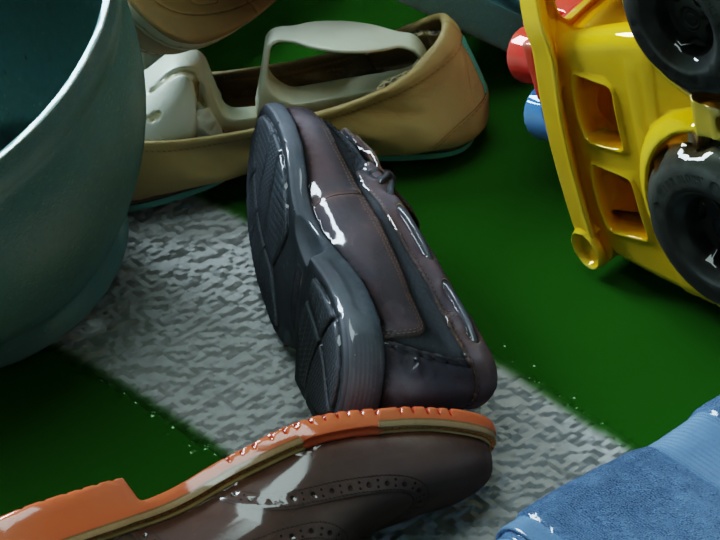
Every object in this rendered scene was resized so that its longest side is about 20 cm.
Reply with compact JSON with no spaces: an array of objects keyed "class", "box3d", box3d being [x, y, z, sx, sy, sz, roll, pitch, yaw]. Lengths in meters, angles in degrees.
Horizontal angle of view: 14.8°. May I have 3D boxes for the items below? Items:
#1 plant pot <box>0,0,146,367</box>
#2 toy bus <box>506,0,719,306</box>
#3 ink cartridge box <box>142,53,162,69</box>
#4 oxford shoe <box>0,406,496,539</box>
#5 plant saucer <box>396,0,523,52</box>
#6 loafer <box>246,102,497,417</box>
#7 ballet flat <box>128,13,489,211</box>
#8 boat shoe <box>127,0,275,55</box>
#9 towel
[{"class":"plant pot","box3d":[-0.166,-0.044,1.076,0.200,0.134,0.200,-12,48,13]},{"class":"toy bus","box3d":[0.122,-0.092,1.033,0.136,0.200,0.192,-35,35,-29]},{"class":"ink cartridge box","box3d":[-0.121,-0.173,1.321,0.200,0.047,0.160,24,50,35]},{"class":"oxford shoe","box3d":[-0.038,0.100,0.941,0.200,0.071,0.073,-17,70,-19]},{"class":"plant saucer","box3d":[-0.002,-0.138,1.158,0.200,0.019,0.070,22,21,-34]},{"class":"loafer","box3d":[0.000,0.000,1.052,0.063,0.072,0.200,3,29,-14]},{"class":"ballet flat","box3d":[-0.048,-0.072,1.156,0.200,0.063,0.069,-9,36,4]},{"class":"boat shoe","box3d":[-0.067,-0.145,1.192,0.069,0.074,0.200,-37,16,38]},{"class":"towel","box3d":[0.141,0.082,0.913,0.200,0.049,0.112,-29,40,-21]}]
